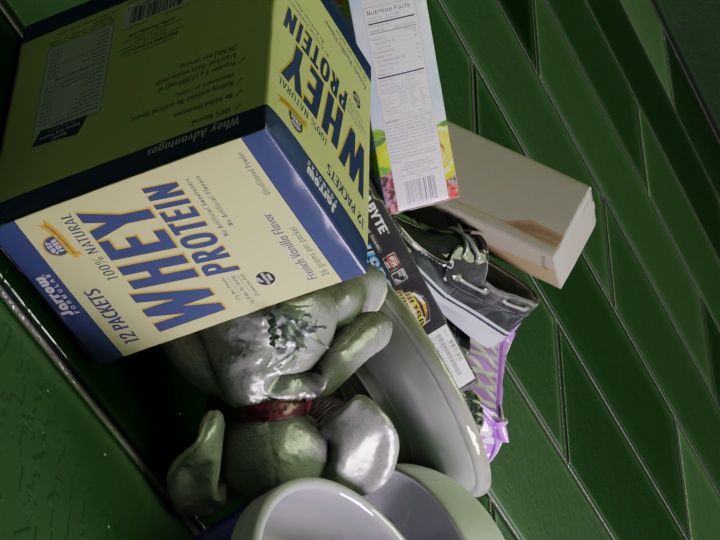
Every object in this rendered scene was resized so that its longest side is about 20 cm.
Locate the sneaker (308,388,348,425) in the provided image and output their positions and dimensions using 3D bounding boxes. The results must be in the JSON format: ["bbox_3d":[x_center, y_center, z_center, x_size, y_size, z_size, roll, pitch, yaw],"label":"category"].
[{"bbox_3d":[0.018,0.164,1.809,0.200,0.075,0.106,66,18,-13],"label":"sneaker"}]

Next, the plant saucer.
[{"bbox_3d":[0.022,0.087,1.687,0.200,0.050,0.200,57,-12,19],"label":"plant saucer"}]

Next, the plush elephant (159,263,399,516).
[{"bbox_3d":[-0.059,0.083,1.543,0.200,0.164,0.155,-117,-149,-74],"label":"plush elephant"}]

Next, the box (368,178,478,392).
[{"bbox_3d":[0.000,0.000,1.805,0.199,0.050,0.200,64,-12,-13],"label":"box"}]

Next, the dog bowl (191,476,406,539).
[{"bbox_3d":[-0.028,0.238,1.473,0.200,0.079,0.200,37,37,-34],"label":"dog bowl"}]

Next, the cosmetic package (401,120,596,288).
[{"bbox_3d":[0.095,-0.067,1.959,0.071,0.200,0.105,-61,164,-10],"label":"cosmetic package"}]

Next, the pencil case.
[{"bbox_3d":[0.096,0.098,2.091,0.200,0.085,0.084,-81,149,-57],"label":"pencil case"}]

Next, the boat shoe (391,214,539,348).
[{"bbox_3d":[0.075,-0.007,1.926,0.200,0.071,0.072,34,21,-45],"label":"boat shoe"}]

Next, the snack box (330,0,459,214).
[{"bbox_3d":[0.005,-0.158,1.787,0.169,0.068,0.200,-145,-138,-67],"label":"snack box"}]

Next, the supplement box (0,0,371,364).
[{"bbox_3d":[-0.109,-0.080,1.471,0.134,0.200,0.200,55,25,-38],"label":"supplement box"}]

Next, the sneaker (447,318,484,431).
[{"bbox_3d":[0.052,0.113,1.928,0.074,0.087,0.200,26,31,-14],"label":"sneaker"}]

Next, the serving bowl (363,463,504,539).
[{"bbox_3d":[0.055,0.230,1.650,0.066,0.200,0.200,-11,81,-35],"label":"serving bowl"}]
